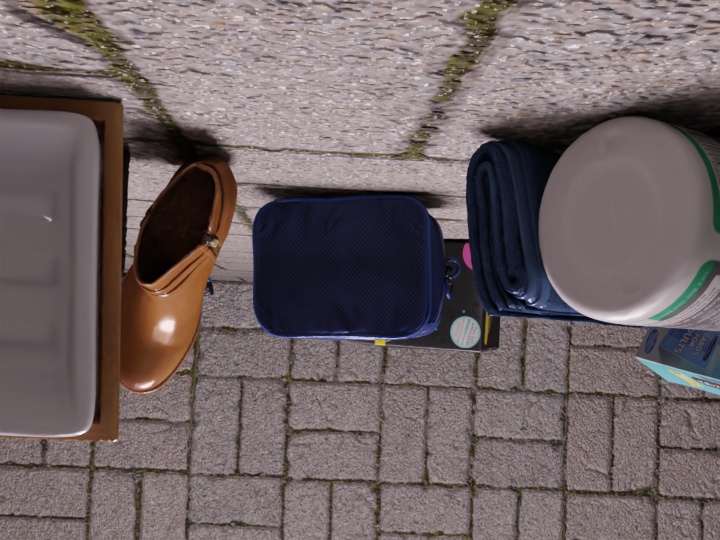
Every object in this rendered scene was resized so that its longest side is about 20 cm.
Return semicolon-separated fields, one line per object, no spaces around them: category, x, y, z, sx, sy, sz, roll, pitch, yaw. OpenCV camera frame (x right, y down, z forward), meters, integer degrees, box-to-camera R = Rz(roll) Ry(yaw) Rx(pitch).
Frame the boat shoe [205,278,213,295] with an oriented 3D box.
boat shoe;-0.573;0.090;2.754;0.198;0.069;0.084;-23;-178;22

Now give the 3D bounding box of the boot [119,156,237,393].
boot;-0.149;0.008;0.628;0.073;0.203;0.155;18;-178;-8

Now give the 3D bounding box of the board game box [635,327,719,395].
board game box;0.310;0.024;0.605;0.047;0.152;0.200;31;173;-21

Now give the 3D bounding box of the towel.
towel;0.150;-0.020;0.567;0.198;0.114;0.048;6;163;-37

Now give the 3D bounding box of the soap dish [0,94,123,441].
soap dish;-0.218;-0.003;0.512;0.155;0.203;0.081;3;-175;0

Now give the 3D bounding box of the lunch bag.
lunch bag;0.000;0.000;0.832;0.197;0.138;0.132;1;177;9

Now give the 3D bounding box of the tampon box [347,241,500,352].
tampon box;0.096;0.037;1.217;0.197;0.153;0.126;1;177;21

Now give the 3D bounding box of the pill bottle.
pill bottle;0.213;-0.020;0.507;0.198;0.115;0.112;6;175;-34

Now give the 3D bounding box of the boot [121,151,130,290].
boot;-0.267;-0.024;0.586;0.197;0.167;0.066;5;144;-19
